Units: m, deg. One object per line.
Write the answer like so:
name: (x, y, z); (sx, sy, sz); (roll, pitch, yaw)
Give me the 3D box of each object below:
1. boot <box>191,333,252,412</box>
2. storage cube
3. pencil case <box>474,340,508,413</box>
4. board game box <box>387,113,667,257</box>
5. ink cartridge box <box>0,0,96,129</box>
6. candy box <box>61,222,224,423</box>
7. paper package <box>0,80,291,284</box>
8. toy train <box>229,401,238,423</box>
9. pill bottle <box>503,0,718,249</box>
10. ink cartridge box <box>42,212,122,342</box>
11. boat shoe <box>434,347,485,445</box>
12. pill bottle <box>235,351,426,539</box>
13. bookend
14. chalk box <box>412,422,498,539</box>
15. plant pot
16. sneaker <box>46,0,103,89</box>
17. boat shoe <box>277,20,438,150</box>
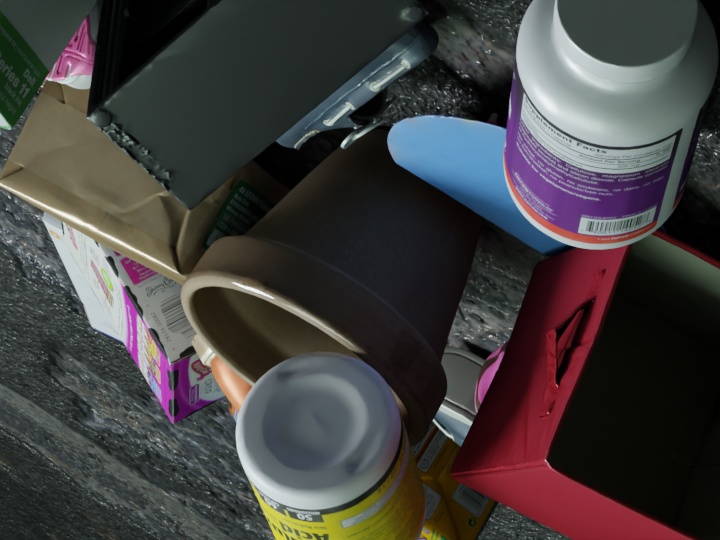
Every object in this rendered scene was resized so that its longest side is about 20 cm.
boot: (-0.021, 0.063, 1.826); (0.108, 0.199, 0.075); (59, 149, 15)
storage cube: (0.189, 0.091, 1.584); (0.199, 0.172, 0.180); (26, 165, -13)
pencil case: (0.154, 0.084, 1.773); (0.091, 0.094, 0.200); (36, 158, -7)
board game box: (0.117, -0.065, 1.575); (0.199, 0.039, 0.158); (30, 162, -20)
ink cartridge box: (-0.240, -0.207, 1.557); (0.146, 0.201, 0.083); (18, 158, 35)
candy box: (-0.183, 0.013, 2.024); (0.201, 0.061, 0.137); (57, 164, 19)
paper package: (-0.146, -0.054, 1.817); (0.190, 0.104, 0.200); (25, 175, 23)
toy train: (-0.075, 0.078, 2.059); (0.115, 0.086, 0.200); (58, 161, 18)
pill bottle: (0.141, -0.100, 1.362); (0.112, 0.113, 0.200); (28, 158, 12)
ink cartridge box: (-0.182, 0.027, 2.203); (0.197, 0.047, 0.200); (24, 159, 20)
boat shoe: (0.128, 0.138, 1.929); (0.199, 0.075, 0.062); (30, 157, 16)
pill bottle: (-0.014, 0.148, 1.643); (0.111, 0.112, 0.200); (24, 157, 23)
bookend: (-0.064, -0.172, 1.493); (0.200, 0.199, 0.092); (-37, 117, 21)
chalk box: (0.031, 0.172, 2.099); (0.124, 0.125, 0.200); (39, 157, -16)
plant pot: (0.000, 0.000, 1.695); (0.199, 0.175, 0.200); (29, 159, 12)
sneaker: (-0.174, -0.174, 1.649); (0.088, 0.082, 0.200); (22, -159, -17)
boat shoe: (-0.005, -0.123, 1.578); (0.062, 0.075, 0.200); (38, 146, -4)
